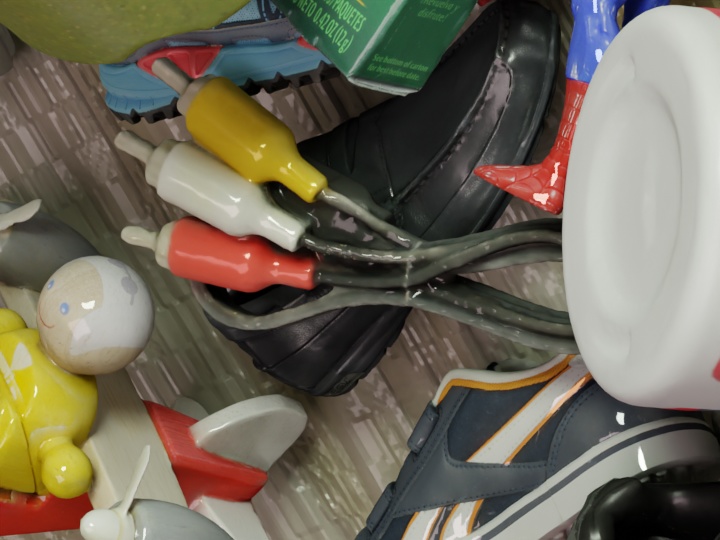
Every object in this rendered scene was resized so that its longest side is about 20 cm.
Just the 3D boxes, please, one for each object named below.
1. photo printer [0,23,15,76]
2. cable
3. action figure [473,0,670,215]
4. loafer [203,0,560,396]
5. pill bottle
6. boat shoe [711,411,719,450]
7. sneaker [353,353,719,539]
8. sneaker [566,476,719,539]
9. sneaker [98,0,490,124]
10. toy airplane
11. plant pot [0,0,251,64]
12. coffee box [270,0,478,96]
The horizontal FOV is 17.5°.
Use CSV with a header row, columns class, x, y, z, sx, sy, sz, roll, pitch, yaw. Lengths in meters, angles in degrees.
class,x,y,z,sx,sy,sz,roll,pitch,yaw
photo printer,-0.253,-0.136,0.962,0.166,0.069,0.201,-22,103,35
cable,0.000,0.000,0.819,0.199,0.050,0.098,25,118,26
action figure,0.076,-0.126,0.776,0.099,0.065,0.201,29,100,34
loafer,0.006,-0.027,0.870,0.070,0.068,0.201,24,132,-16
pill bottle,0.173,-0.012,0.717,0.199,0.120,0.120,5,124,-16
boat shoe,0.151,0.002,0.821,0.072,0.060,0.202,22,130,63
sneaker,0.052,0.086,0.900,0.200,0.078,0.080,-39,59,34
sneaker,0.152,0.123,0.782,0.199,0.071,0.098,19,147,24
sneaker,-0.030,-0.116,0.845,0.199,0.079,0.096,-12,106,33
toy airplane,-0.104,0.056,0.908,0.199,0.199,0.142,29,123,6
plant pot,-0.101,-0.164,0.683,0.199,0.201,0.184,-1,149,29
coffee box,0.023,-0.173,0.752,0.123,0.044,0.200,47,114,30
